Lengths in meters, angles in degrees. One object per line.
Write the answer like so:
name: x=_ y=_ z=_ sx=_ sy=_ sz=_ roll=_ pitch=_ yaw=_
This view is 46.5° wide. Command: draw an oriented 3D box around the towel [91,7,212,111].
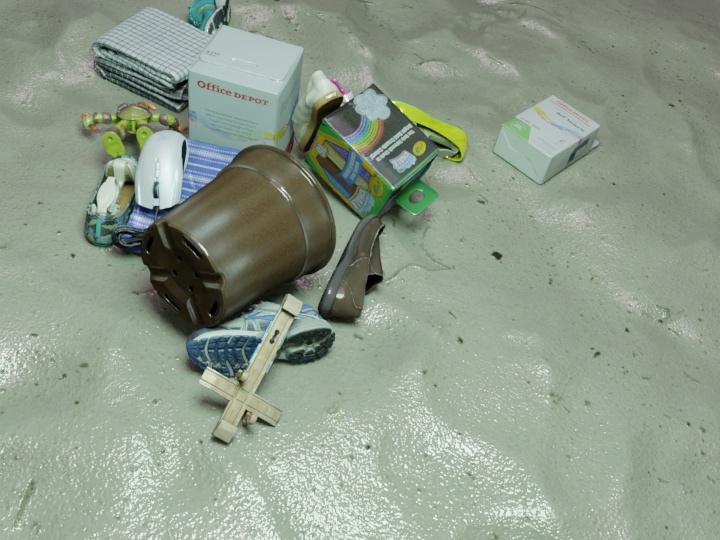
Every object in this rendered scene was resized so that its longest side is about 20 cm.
towel: x=-0.351 y=-0.379 z=1.495 sx=0.199 sy=0.086 sz=0.166 roll=26 pitch=46 yaw=15

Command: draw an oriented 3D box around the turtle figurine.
turtle figurine: x=-0.353 y=-0.237 z=1.345 sx=0.199 sy=0.065 sz=0.161 roll=4 pitch=28 yaw=-13

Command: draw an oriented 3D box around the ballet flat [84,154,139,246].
ballet flat: x=-0.367 y=-0.126 z=1.267 sx=0.074 sy=0.074 sz=0.201 roll=6 pitch=47 yaw=-6

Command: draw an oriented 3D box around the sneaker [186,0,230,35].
sneaker: x=-0.295 y=-0.482 z=1.616 sx=0.079 sy=0.078 sz=0.201 roll=-3 pitch=38 yaw=-2

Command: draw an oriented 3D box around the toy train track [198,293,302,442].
toy train track: x=-0.125 y=0.121 z=1.052 sx=0.114 sy=0.033 sz=0.201 roll=32 pitch=73 yaw=-18

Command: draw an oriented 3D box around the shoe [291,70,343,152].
shoe: x=-0.071 y=-0.250 z=1.330 sx=0.070 sy=0.200 sz=0.054 roll=-32 pitch=83 yaw=-20

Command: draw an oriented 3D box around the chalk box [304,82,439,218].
chalk box: x=0.032 y=-0.166 z=1.324 sx=0.200 sy=0.124 sz=0.125 roll=47 pitch=60 yaw=5

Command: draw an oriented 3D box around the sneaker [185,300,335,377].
sneaker: x=-0.140 y=0.086 z=1.127 sx=0.199 sy=0.077 sz=0.085 roll=-4 pitch=38 yaw=-25

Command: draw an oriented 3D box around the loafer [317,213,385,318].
loafer: x=0.000 y=0.000 z=1.235 sx=0.071 sy=0.073 sz=0.201 roll=26 pitch=52 yaw=-2

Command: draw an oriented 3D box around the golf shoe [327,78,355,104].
golf shoe: x=-0.015 y=-0.251 z=1.441 sx=0.075 sy=0.092 sz=0.200 roll=-30 pitch=61 yaw=-34

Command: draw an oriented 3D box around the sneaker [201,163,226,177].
sneaker: x=-0.177 y=-0.107 z=1.291 sx=0.199 sy=0.075 sz=0.081 roll=13 pitch=55 yaw=1

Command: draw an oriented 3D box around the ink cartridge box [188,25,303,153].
ink cartridge box: x=-0.183 y=-0.256 z=1.333 sx=0.145 sy=0.201 sz=0.145 roll=16 pitch=47 yaw=3

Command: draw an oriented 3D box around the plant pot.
plant pot: x=-0.170 y=-0.039 z=1.115 sx=0.200 sy=0.201 sz=0.198 roll=34 pitch=45 yaw=19

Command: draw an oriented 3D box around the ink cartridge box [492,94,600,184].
ink cartridge box: x=0.352 y=-0.249 z=1.531 sx=0.117 sy=0.068 sz=0.200 roll=40 pitch=52 yaw=24

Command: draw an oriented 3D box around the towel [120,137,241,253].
towel: x=-0.262 y=-0.108 z=1.246 sx=0.144 sy=0.024 sz=0.201 roll=13 pitch=69 yaw=7

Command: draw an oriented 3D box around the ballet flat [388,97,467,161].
ballet flat: x=0.103 y=-0.239 z=1.448 sx=0.199 sy=0.067 sz=0.067 roll=17 pitch=60 yaw=-26

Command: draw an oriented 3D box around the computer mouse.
computer mouse: x=-0.298 y=-0.127 z=1.222 sx=0.109 sy=0.044 sz=0.201 roll=0 pitch=67 yaw=0
